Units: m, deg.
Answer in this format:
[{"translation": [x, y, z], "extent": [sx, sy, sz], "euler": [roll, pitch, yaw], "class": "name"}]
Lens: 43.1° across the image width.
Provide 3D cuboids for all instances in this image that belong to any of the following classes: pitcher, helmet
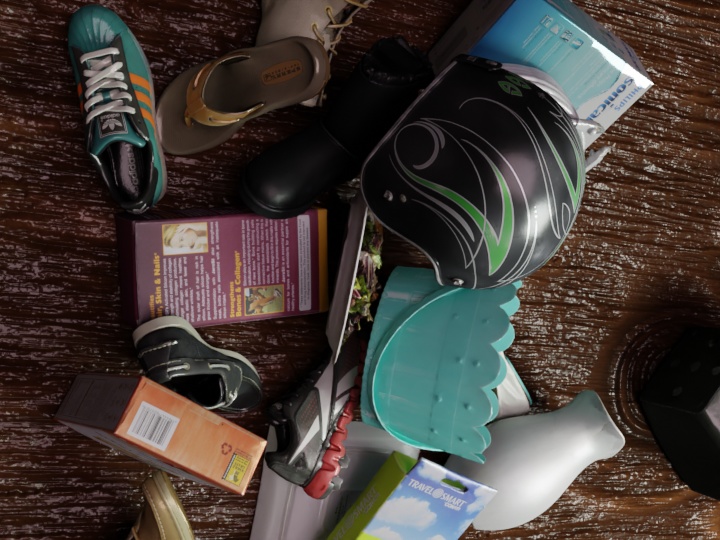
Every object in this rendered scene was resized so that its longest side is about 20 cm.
[{"translation": [0.208, 0.236, 1.119], "extent": [0.200, 0.172, 0.121], "euler": [-27, 67, -4], "class": "pitcher"}, {"translation": [0.116, -0.083, 0.862], "extent": [0.191, 0.200, 0.200], "euler": [42, 78, 1], "class": "helmet"}]

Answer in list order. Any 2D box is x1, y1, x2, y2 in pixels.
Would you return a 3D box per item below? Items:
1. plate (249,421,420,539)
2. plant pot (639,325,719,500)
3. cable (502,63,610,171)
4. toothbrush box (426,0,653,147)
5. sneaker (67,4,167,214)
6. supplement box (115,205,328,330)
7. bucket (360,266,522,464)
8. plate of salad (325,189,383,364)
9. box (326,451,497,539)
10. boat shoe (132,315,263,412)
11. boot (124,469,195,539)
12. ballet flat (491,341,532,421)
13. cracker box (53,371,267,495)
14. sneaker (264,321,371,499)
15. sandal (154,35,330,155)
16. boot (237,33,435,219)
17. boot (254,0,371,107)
[{"translation": [-0.024, 0.273, 1.057], "extent": [0.200, 0.032, 0.200], "euler": [9, 93, -26], "class": "plate"}, {"translation": [0.498, 0.184, 1.213], "extent": [0.177, 0.200, 0.200], "euler": [42, 79, -13], "class": "plant pot"}, {"translation": [0.141, -0.135, 0.997], "extent": [0.200, 0.069, 0.200], "euler": [25, 130, -24], "class": "cable"}, {"translation": [0.199, -0.225, 1.019], "extent": [0.200, 0.085, 0.146], "euler": [26, 125, -25], "class": "toothbrush box"}, {"translation": [-0.228, -0.151, 0.859], "extent": [0.071, 0.080, 0.200], "euler": [-15, 105, -2], "class": "sneaker"}, {"translation": [-0.139, -0.008, 0.928], "extent": [0.200, 0.086, 0.110], "euler": [-6, 101, -25], "class": "supplement box"}, {"translation": [0.087, 0.094, 0.973], "extent": [0.135, 0.207, 0.207], "euler": [11, 94, 12], "class": "bucket"}, {"translation": [0.000, 0.000, 0.937], "extent": [0.048, 0.200, 0.200], "euler": [12, 93, -3], "class": "plate of salad"}, {"translation": [0.043, 0.286, 1.006], "extent": [0.122, 0.048, 0.200], "euler": [28, 105, -30], "class": "box"}, {"translation": [-0.155, 0.113, 0.910], "extent": [0.072, 0.068, 0.200], "euler": [-31, 149, 7], "class": "boat shoe"}, {"translation": [-0.244, 0.294, 0.908], "extent": [0.155, 0.073, 0.200], "euler": [-14, 133, -20], "class": "boot"}, {"translation": [0.145, 0.103, 1.097], "extent": [0.069, 0.069, 0.200], "euler": [-33, 113, -17], "class": "ballet flat"}, {"translation": [-0.194, 0.150, 0.860], "extent": [0.134, 0.200, 0.058], "euler": [33, 70, -25], "class": "cracker box"}, {"translation": [-0.048, 0.140, 0.992], "extent": [0.098, 0.071, 0.201], "euler": [22, 72, -14], "class": "sneaker"}, {"translation": [-0.124, -0.170, 0.875], "extent": [0.054, 0.200, 0.080], "euler": [-33, 105, -65], "class": "sandal"}, {"translation": [-0.019, -0.142, 0.891], "extent": [0.073, 0.162, 0.198], "euler": [49, 42, 9], "class": "boot"}, {"translation": [-0.030, -0.236, 0.891], "extent": [0.072, 0.200, 0.155], "euler": [6, 97, -51], "class": "boot"}]
